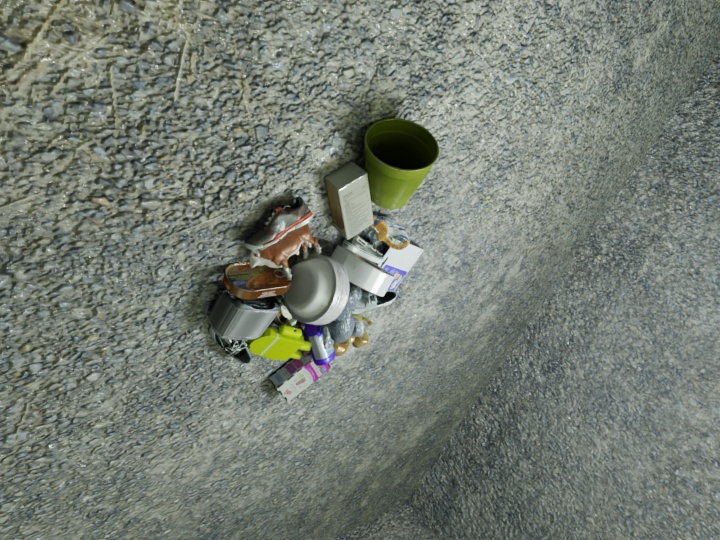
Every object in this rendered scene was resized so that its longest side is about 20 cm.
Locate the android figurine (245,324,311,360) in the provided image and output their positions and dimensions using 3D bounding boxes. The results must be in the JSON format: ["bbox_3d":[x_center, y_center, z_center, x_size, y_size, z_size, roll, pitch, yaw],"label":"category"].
[{"bbox_3d":[-0.258,0.226,1.687,0.200,0.041,0.182,18,137,-27],"label":"android figurine"}]

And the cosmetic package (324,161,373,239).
[{"bbox_3d":[-0.030,-0.195,1.541,0.105,0.071,0.200,-33,144,-20],"label":"cosmetic package"}]

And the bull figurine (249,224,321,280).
[{"bbox_3d":[-0.203,-0.052,1.476,0.200,0.065,0.121,-41,113,-20],"label":"bull figurine"}]

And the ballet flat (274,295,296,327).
[{"bbox_3d":[-0.232,0.131,1.650,0.068,0.075,0.200,-48,148,-18],"label":"ballet flat"}]

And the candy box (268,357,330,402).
[{"bbox_3d":[-0.212,0.360,1.929,0.200,0.061,0.136,-38,146,-14],"label":"candy box"}]

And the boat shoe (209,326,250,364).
[{"bbox_3d":[-0.372,0.215,1.590,0.074,0.068,0.199,-35,145,-17],"label":"boat shoe"}]

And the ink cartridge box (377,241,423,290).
[{"bbox_3d":[0.108,-0.023,1.901,0.198,0.043,0.200,-55,148,12],"label":"ink cartridge box"}]

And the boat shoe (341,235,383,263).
[{"bbox_3d":[0.023,-0.074,1.727,0.200,0.071,0.064,21,103,-55],"label":"boat shoe"}]

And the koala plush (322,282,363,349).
[{"bbox_3d":[-0.071,0.135,1.682,0.177,0.184,0.200,-17,107,-35],"label":"koala plush"}]

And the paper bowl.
[{"bbox_3d":[-0.138,0.050,1.549,0.104,0.201,0.201,17,112,-50],"label":"paper bowl"}]

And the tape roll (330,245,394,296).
[{"bbox_3d":[0.000,0.000,1.655,0.202,0.202,0.071,22,99,-55],"label":"tape roll"}]

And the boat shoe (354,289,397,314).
[{"bbox_3d":[0.036,0.099,1.891,0.201,0.070,0.072,-10,164,-29],"label":"boat shoe"}]

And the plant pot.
[{"bbox_3d":[0.094,-0.277,1.507,0.200,0.200,0.193,-27,154,-27],"label":"plant pot"}]

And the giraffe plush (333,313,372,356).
[{"bbox_3d":[-0.070,0.223,1.893,0.162,0.172,0.200,-53,-178,28],"label":"giraffe plush"}]

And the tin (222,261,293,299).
[{"bbox_3d":[-0.273,0.023,1.465,0.200,0.112,0.042,-7,140,-43],"label":"tin"}]

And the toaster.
[{"bbox_3d":[-0.325,0.114,1.499,0.200,0.114,0.129,7,122,-51],"label":"toaster"}]

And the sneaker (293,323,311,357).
[{"bbox_3d":[-0.185,0.239,1.799,0.079,0.096,0.200,-52,147,8],"label":"sneaker"}]

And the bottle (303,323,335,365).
[{"bbox_3d":[-0.140,0.202,1.756,0.084,0.065,0.200,-37,113,-62],"label":"bottle"}]

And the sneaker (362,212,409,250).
[{"bbox_3d":[0.068,-0.138,1.722,0.075,0.088,0.200,-37,131,28],"label":"sneaker"}]

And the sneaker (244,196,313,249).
[{"bbox_3d":[-0.223,-0.128,1.419,0.200,0.077,0.082,-34,118,-20],"label":"sneaker"}]
